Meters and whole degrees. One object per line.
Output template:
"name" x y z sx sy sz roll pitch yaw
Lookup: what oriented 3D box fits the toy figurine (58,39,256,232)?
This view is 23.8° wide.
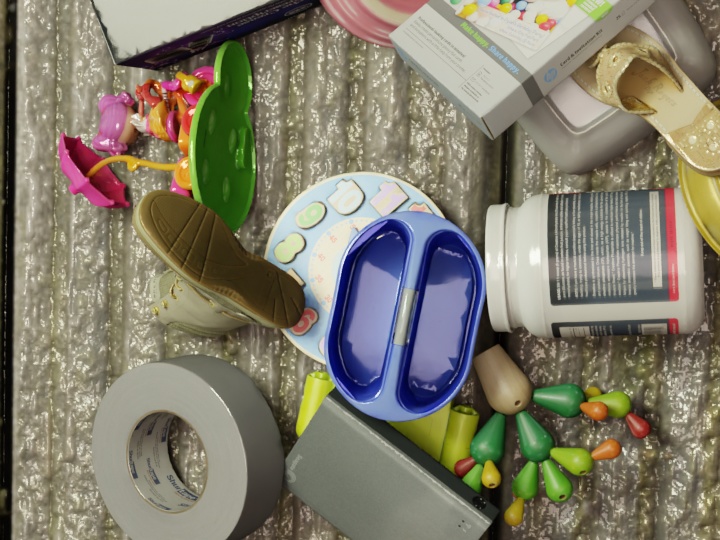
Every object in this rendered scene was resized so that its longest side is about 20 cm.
"toy figurine" -0.215 -0.133 1.721 0.184 0.150 0.200 0 74 20

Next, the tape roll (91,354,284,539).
"tape roll" -0.175 0.187 1.724 0.200 0.066 0.200 5 100 32

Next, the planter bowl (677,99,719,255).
"planter bowl" 0.399 -0.091 1.568 0.200 0.083 0.201 8 65 -17

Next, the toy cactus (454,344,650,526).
"toy cactus" 0.168 0.150 1.682 0.200 0.102 0.165 -30 84 7

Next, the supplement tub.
"supplement tub" 0.225 -0.006 1.632 0.200 0.140 0.140 -2 94 10

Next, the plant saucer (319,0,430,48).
"plant saucer" 0.049 -0.311 1.640 0.200 0.051 0.201 -5 106 -17

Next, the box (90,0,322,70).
"box" -0.144 -0.267 1.679 0.200 0.141 0.079 -20 93 12

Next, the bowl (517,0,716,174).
"bowl" 0.222 -0.214 1.651 0.200 0.075 0.200 -36 86 10

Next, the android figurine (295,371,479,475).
"android figurine" 0.026 0.162 1.734 0.182 0.041 0.200 14 95 9

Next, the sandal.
"sandal" 0.257 -0.172 1.543 0.078 0.070 0.212 -46 67 2

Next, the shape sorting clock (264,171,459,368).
"shape sorting clock" 0.000 0.000 1.706 0.200 0.039 0.200 -1 81 7

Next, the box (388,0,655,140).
"box" 0.148 -0.233 1.583 0.200 0.041 0.156 -40 51 -3

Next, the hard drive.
"hard drive" 0.023 0.218 1.676 0.200 0.033 0.140 37 130 7

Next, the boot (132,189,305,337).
"boot" -0.170 0.001 1.675 0.200 0.155 0.072 37 62 -28

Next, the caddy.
"caddy" 0.042 0.043 1.630 0.141 0.105 0.200 11 90 2
